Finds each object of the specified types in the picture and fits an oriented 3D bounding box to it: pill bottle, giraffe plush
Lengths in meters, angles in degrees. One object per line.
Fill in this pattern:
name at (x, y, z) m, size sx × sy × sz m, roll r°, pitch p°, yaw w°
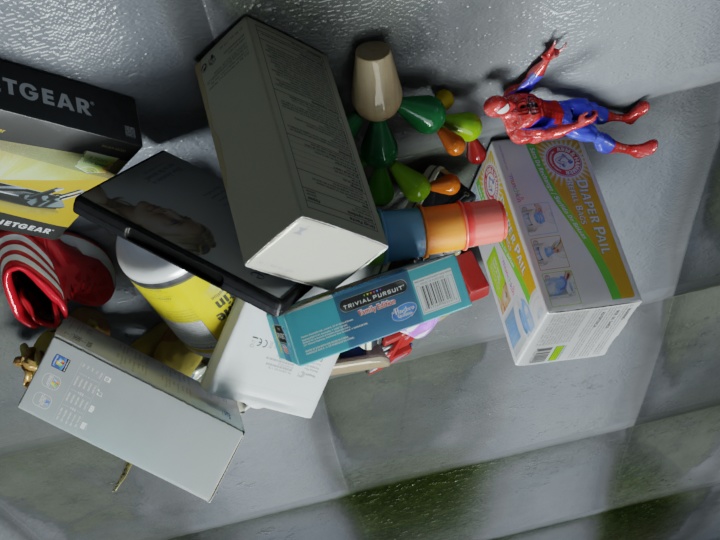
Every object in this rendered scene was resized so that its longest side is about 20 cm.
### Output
pill bottle at (-0.148, 0.015, 1.247) m, size 0.111 × 0.113 × 0.201 m, roll -19°, pitch 140°, yaw 11°
giraffe plush at (-0.289, 0.112, 1.381) m, size 0.161 × 0.201 × 0.172 m, roll 36°, pitch 138°, yaw -18°

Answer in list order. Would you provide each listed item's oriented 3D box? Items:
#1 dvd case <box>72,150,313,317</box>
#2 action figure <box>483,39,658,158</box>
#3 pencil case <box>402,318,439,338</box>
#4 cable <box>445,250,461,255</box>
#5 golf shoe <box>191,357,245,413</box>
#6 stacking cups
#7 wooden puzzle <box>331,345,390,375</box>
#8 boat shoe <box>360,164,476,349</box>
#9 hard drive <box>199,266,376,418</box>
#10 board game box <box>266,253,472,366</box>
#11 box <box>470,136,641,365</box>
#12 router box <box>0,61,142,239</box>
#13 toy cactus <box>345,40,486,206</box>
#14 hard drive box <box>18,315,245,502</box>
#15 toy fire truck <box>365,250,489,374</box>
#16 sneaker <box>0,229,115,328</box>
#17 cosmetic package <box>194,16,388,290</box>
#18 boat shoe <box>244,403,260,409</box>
dvd case at (-0.121, -0.036, 1.064) m, size 0.143 × 0.198 × 0.018 m, roll -41°, pitch 155°, yaw -59°
action figure at (0.210, -0.155, 1.189) m, size 0.198 × 0.066 × 0.099 m, roll 2°, pitch 157°, yaw -29°
pencil case at (0.000, 0.000, 1.317) m, size 0.198 × 0.084 × 0.086 m, roll 24°, pitch 114°, yaw -27°
cable at (0.023, -0.019, 1.366) m, size 0.198 × 0.051 × 0.097 m, roll -20°, pitch 156°, yaw 11°
golf shoe at (-0.199, 0.164, 1.521) m, size 0.078 × 0.098 × 0.200 m, roll -36°, pitch 179°, yaw -29°
stacking cups at (0.036, -0.032, 1.174) m, size 0.197 × 0.061 × 0.061 m, roll -7°, pitch 152°, yaw -12°
wooden puzzle at (-0.076, 0.070, 1.407) m, size 0.183 × 0.200 × 0.047 m, roll -8°, pitch 108°, yaw -11°
boat shoe at (0.054, -0.009, 1.255) m, size 0.062 × 0.202 × 0.075 m, roll 25°, pitch 164°, yaw 8°
hard drive at (-0.061, 0.037, 1.228) m, size 0.131 × 0.027 × 0.202 m, roll 19°, pitch 99°, yaw -39°
board game box at (0.000, 0.034, 1.106) m, size 0.149 × 0.048 × 0.200 m, roll -19°, pitch -179°, yaw -9°
box at (0.188, -0.023, 1.275) m, size 0.100 × 0.202 × 0.113 m, roll -6°, pitch 150°, yaw -16°
router box at (-0.307, -0.102, 1.058) m, size 0.198 × 0.053 × 0.157 m, roll 11°, pitch 143°, yaw -40°
toy cactus at (0.018, -0.133, 1.139) m, size 0.197 × 0.103 × 0.166 m, roll -9°, pitch 133°, yaw -4°
hard drive box at (-0.217, 0.129, 1.227) m, size 0.198 × 0.078 × 0.156 m, roll 28°, pitch 180°, yaw -9°
toy fire truck at (0.069, 0.054, 1.513) m, size 0.140 × 0.049 × 0.200 m, roll -24°, pitch 165°, yaw -16°
sneaker at (-0.296, 0.020, 1.220) m, size 0.077 × 0.117 × 0.200 m, roll -20°, pitch 151°, yaw 14°
cosmetic package at (-0.058, -0.094, 1.026) m, size 0.073 × 0.202 × 0.103 m, roll -35°, pitch 145°, yaw 31°
boat shoe at (-0.124, 0.135, 1.548) m, size 0.073 × 0.066 × 0.200 m, roll 0°, pitch 157°, yaw -34°
